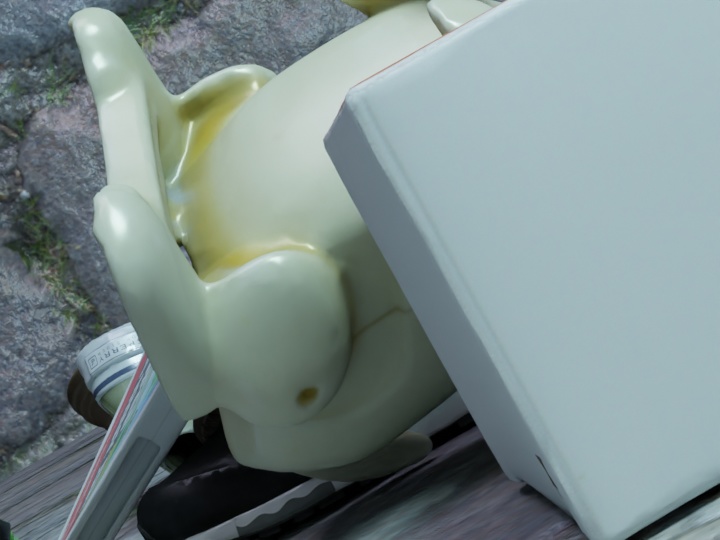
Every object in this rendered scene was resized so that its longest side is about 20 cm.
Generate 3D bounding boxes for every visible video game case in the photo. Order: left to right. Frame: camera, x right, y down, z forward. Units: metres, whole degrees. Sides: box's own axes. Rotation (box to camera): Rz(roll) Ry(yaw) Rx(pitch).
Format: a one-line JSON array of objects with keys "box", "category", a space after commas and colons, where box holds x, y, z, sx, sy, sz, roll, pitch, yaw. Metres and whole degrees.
[{"box": [-0.069, 0.032, 0.859, 0.200, 0.017, 0.143, -55, 10, 51], "category": "video game case"}]

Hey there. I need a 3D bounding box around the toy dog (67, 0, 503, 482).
[{"box": [0.035, -0.018, 0.670, 0.199, 0.195, 0.140, -19, 29, 4], "category": "toy dog"}]

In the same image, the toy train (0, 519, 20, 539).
[{"box": [-0.161, 0.107, 0.873, 0.056, 0.042, 0.200, 9, -12, 13], "category": "toy train"}]

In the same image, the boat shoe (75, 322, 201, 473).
[{"box": [-0.090, 0.076, 1.122, 0.072, 0.062, 0.200, -24, -16, 9], "category": "boat shoe"}]

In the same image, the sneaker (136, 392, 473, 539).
[{"box": [-0.001, 0.023, 0.789, 0.199, 0.088, 0.076, -30, 2, -3], "category": "sneaker"}]

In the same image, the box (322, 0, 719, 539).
[{"box": [0.103, -0.038, 0.519, 0.199, 0.107, 0.152, -30, 2, -3], "category": "box"}]

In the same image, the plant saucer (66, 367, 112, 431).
[{"box": [-0.062, 0.047, 1.225, 0.199, 0.030, 0.200, -20, -18, -7], "category": "plant saucer"}]

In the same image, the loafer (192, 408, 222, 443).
[{"box": [0.000, 0.000, 0.872, 0.200, 0.075, 0.068, -50, 30, 31], "category": "loafer"}]
